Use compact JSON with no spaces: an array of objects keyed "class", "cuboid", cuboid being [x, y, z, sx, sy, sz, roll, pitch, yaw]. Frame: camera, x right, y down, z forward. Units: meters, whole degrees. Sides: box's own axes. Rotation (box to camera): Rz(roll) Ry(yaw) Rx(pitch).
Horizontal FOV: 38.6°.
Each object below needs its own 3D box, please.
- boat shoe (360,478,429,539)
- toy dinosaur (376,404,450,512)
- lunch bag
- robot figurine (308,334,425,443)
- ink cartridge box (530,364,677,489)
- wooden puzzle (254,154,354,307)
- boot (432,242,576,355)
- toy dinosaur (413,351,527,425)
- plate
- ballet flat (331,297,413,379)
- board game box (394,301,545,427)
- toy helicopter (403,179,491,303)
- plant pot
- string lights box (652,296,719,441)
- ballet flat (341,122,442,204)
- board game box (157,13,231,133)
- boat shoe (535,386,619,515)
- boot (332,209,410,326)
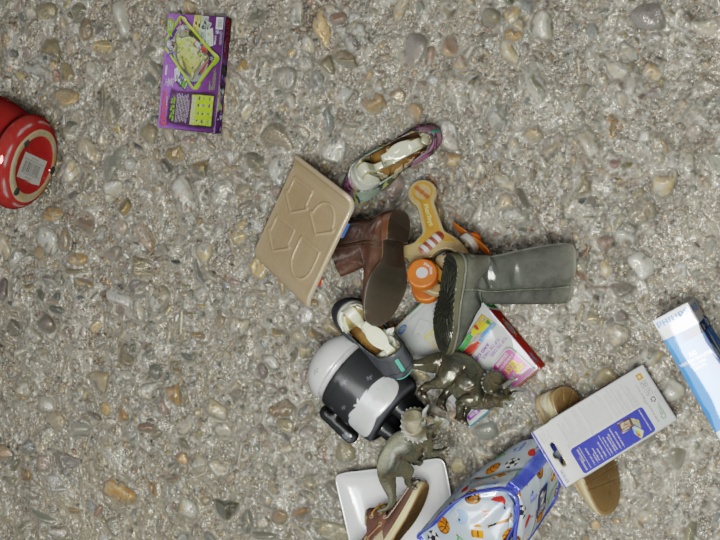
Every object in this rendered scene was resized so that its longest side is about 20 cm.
[{"class":"boat shoe","cuboid":[0.035,0.406,1.644,0.072,0.072,0.200,37,108,20]},{"class":"toy dinosaur","cuboid":[0.068,0.279,1.573,0.200,0.102,0.077,-50,34,17]},{"class":"lunch bag","cuboid":[0.208,0.346,1.519,0.124,0.170,0.200,43,127,12]},{"class":"robot figurine","cuboid":[0.009,0.190,1.647,0.200,0.125,0.150,38,69,16]},{"class":"ink cartridge box","cuboid":[0.354,0.228,1.502,0.200,0.037,0.095,-29,81,-10]},{"class":"wooden puzzle","cuboid":[-0.086,-0.065,1.683,0.185,0.046,0.200,41,114,46]},{"class":"boot","cuboid":[0.217,0.042,1.539,0.073,0.199,0.182,-125,38,-51]},{"class":"toy dinosaur","cuboid":[0.153,0.171,1.569,0.200,0.077,0.102,33,88,29]},{"class":"plate","cuboid":[0.070,0.415,1.682,0.199,0.032,0.201,-14,88,24]},{"class":"ballet flat","cuboid":[0.011,0.089,1.584,0.200,0.073,0.073,45,110,41]},{"class":"board game box","cuboid":[0.167,0.121,1.619,0.153,0.040,0.200,-43,77,19]},{"class":"toy helicopter","cuboid":[0.125,-0.054,1.590,0.132,0.079,0.201,-15,67,4]},{"class":"plant pot","cuboid":[-0.666,-0.221,1.869,0.182,0.200,0.201,17,100,13]},{"class":"string lights box","cuboid":[0.491,0.141,1.450,0.059,0.103,0.200,-31,82,22]},{"class":"ballet flat","cuboid":[0.039,-0.173,1.638,0.200,0.071,0.069,-31,82,22]},{"class":"board game box","cuboid":[-0.290,-0.343,1.790,0.120,0.032,0.201,8,96,18]},{"class":"boat shoe","cuboid":[0.328,0.274,1.554,0.064,0.071,0.201,-33,76,57]},{"class":"boot","cuboid":[0.000,0.000,1.606,0.200,0.064,0.187,-9,63,61]}]
